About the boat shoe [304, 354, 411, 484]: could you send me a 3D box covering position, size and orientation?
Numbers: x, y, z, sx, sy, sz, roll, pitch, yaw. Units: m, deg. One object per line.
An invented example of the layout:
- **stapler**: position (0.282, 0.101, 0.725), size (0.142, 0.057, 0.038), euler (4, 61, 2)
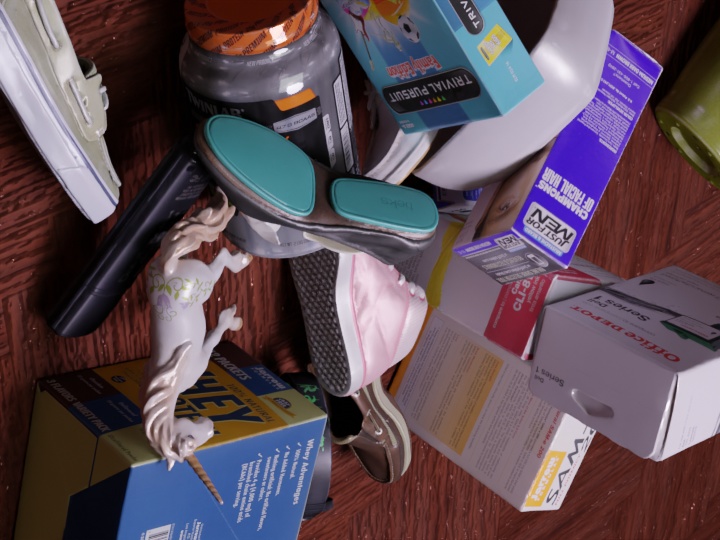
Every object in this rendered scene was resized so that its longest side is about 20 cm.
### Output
- **boat shoe**: position (-0.010, 0.137, 1.351), size (0.075, 0.074, 0.204), euler (-49, 134, -36)

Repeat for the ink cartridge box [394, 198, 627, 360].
- **ink cartridge box**: position (0.129, 0.006, 1.314), size (0.144, 0.199, 0.084), euler (5, 109, -49)

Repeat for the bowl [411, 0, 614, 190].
- **bowl**: position (0.133, -0.164, 1.159), size (0.200, 0.074, 0.201), euler (-44, -160, 43)

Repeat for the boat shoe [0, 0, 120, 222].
- **boat shoe**: position (-0.201, -0.116, 0.948), size (0.062, 0.072, 0.201), euler (-34, 136, -11)

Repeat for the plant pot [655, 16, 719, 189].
- **plant pot**: position (0.429, -0.193, 1.537), size (0.193, 0.201, 0.200), euler (-42, 142, 0)

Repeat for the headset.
- **headset**: position (-0.051, 0.172, 1.300), size (0.093, 0.125, 0.200), euler (-1, 151, -19)

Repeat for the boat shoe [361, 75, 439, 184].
- **boat shoe**: position (0.032, -0.147, 1.168), size (0.069, 0.071, 0.201), euler (37, 50, -21)

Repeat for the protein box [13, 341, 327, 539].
- **protein box**: position (-0.160, 0.189, 1.171), size (0.199, 0.134, 0.201), euler (-9, 122, -44)

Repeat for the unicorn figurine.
- **unicorn figurine**: position (-0.128, 0.049, 1.061), size (0.137, 0.073, 0.202), euler (-52, 136, -58)

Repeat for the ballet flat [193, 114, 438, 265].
- **ballet flat**: position (-0.039, -0.046, 1.014), size (0.198, 0.069, 0.068), euler (21, 139, -23)

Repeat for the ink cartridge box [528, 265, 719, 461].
- **ink cartridge box**: position (0.263, 0.074, 1.226), size (0.199, 0.145, 0.085), euler (-14, 121, -44)

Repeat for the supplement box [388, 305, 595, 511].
- **supplement box**: position (0.131, 0.131, 1.401), size (0.073, 0.199, 0.127), euler (9, 109, -50)

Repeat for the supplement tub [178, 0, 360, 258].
- **supplement tub**: position (-0.067, -0.120, 1.069), size (0.122, 0.122, 0.201), euler (-35, 137, -26)

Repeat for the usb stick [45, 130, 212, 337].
- **usb stick**: position (-0.165, -0.024, 1.041), size (0.200, 0.033, 0.055), euler (-49, 164, 26)

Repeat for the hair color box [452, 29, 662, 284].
- **hair color box**: position (0.163, -0.093, 1.185), size (0.064, 0.109, 0.201), euler (32, 71, -16)

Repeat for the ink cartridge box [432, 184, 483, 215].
- **ink cartridge box**: position (0.114, -0.102, 1.317), size (0.199, 0.039, 0.101), euler (5, 78, -50)

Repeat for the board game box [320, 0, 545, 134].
- **board game box**: position (0.029, -0.199, 1.027), size (0.047, 0.151, 0.201), euler (-39, 106, -20)

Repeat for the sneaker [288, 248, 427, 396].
- **sneaker**: position (0.000, 0.000, 1.244), size (0.104, 0.075, 0.203), euler (-21, 112, -36)
